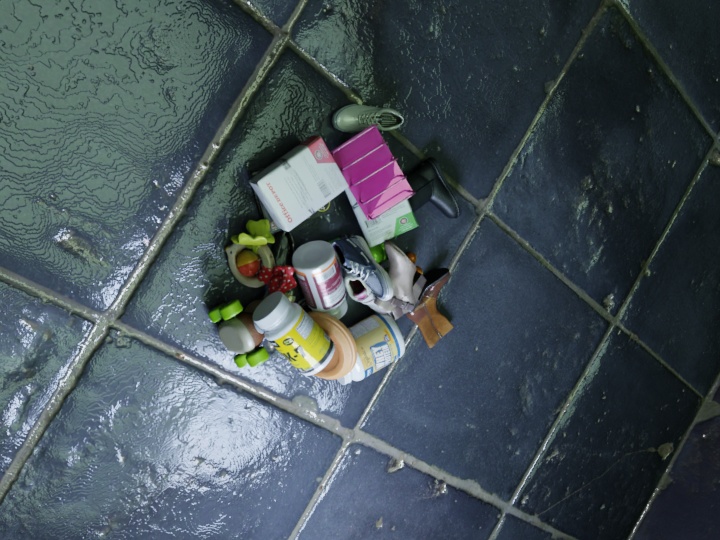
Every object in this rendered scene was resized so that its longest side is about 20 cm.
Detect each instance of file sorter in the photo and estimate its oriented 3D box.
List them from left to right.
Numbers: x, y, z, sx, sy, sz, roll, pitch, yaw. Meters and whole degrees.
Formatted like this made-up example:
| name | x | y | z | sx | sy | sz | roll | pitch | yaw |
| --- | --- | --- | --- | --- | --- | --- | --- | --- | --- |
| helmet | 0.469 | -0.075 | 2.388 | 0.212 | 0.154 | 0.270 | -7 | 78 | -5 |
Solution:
| name | x | y | z | sx | sy | sz | roll | pitch | yaw |
| --- | --- | --- | --- | --- | --- | --- | --- | --- | --- |
| file sorter | 0.031 | -0.242 | 1.522 | 0.138 | 0.125 | 0.201 | -31 | 99 | 1 |

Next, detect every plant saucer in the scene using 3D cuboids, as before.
| name | x | y | z | sx | sy | sz | roll | pitch | yaw |
| --- | --- | --- | --- | --- | --- | --- | --- | --- | --- |
| plant saucer | -0.105 | 0.204 | 1.617 | 0.037 | 0.198 | 0.202 | -45 | 127 | -54 |

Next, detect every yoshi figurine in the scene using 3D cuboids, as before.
| name | x | y | z | sx | sy | sz | roll | pitch | yaw |
| --- | --- | --- | --- | --- | --- | --- | --- | --- | --- |
| yoshi figurine | 0.078 | -0.026 | 1.734 | 0.198 | 0.112 | 0.114 | 4 | 85 | -26 |

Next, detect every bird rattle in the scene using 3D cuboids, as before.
| name | x | y | z | sx | sy | sz | roll | pitch | yaw |
| --- | --- | --- | --- | --- | --- | --- | --- | --- | --- |
| bird rattle | -0.253 | -0.022 | 1.533 | 0.202 | 0.162 | 0.113 | 64 | 32 | -19 |

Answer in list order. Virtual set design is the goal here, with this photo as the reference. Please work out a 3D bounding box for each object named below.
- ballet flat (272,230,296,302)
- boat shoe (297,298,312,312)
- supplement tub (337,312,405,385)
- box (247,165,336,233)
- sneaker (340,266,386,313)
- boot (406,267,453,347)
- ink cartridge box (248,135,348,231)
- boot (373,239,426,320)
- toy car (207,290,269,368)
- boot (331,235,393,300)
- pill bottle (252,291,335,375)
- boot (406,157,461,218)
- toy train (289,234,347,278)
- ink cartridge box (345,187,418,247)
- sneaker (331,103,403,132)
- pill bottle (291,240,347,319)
| name | x | y | z | sx | sy | sz | roll | pitch | yaw |
| --- | --- | --- | --- | --- | --- | --- | --- | --- | --- |
| ballet flat | -0.197 | -0.007 | 1.583 | 0.066 | 0.057 | 0.203 | -3 | 87 | -14 |
| boat shoe | -0.136 | 0.178 | 1.690 | 0.073 | 0.060 | 0.203 | -8 | 106 | -21 |
| supplement tub | 0.010 | 0.219 | 1.731 | 0.199 | 0.144 | 0.146 | -27 | 114 | -20 |
| box | -0.172 | -0.201 | 1.580 | 0.198 | 0.049 | 0.163 | -21 | 108 | -22 |
| sneaker | 0.012 | 0.058 | 1.681 | 0.081 | 0.089 | 0.200 | -31 | 118 | 29 |
| boot | 0.236 | 0.114 | 1.870 | 0.188 | 0.068 | 0.200 | -45 | 120 | -11 |
| ink cartridge box | -0.152 | -0.214 | 1.512 | 0.199 | 0.083 | 0.147 | -38 | 115 | -15 |
| boot | 0.087 | 0.035 | 1.645 | 0.146 | 0.070 | 0.200 | -48 | 118 | -5 |
| toy car | -0.256 | 0.125 | 1.573 | 0.199 | 0.157 | 0.166 | -34 | 101 | -34 |
| boot | 0.000 | 0.000 | 1.592 | 0.090 | 0.201 | 0.073 | -13 | 150 | -41 |
| pill bottle | -0.163 | 0.152 | 1.498 | 0.114 | 0.114 | 0.200 | -46 | 115 | -10 |
| boot | 0.182 | -0.198 | 1.752 | 0.168 | 0.076 | 0.201 | -38 | 111 | -19 |
| toy train | -0.108 | -0.039 | 1.663 | 0.199 | 0.042 | 0.057 | -27 | 104 | -20 |
| ink cartridge box | 0.048 | -0.185 | 1.638 | 0.145 | 0.083 | 0.202 | -23 | 101 | 0 |
| sneaker | 0.023 | -0.402 | 1.618 | 0.198 | 0.071 | 0.074 | -12 | 109 | -25 |
| pill bottle | -0.100 | 0.032 | 1.598 | 0.113 | 0.114 | 0.201 | -31 | 133 | -18 |
